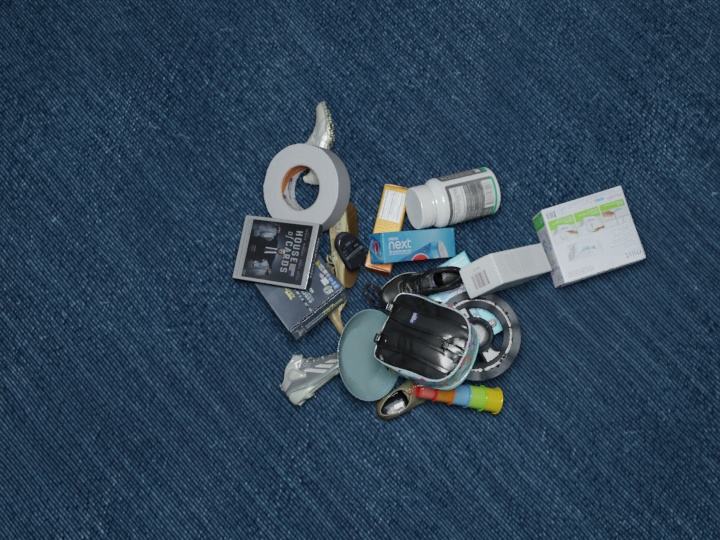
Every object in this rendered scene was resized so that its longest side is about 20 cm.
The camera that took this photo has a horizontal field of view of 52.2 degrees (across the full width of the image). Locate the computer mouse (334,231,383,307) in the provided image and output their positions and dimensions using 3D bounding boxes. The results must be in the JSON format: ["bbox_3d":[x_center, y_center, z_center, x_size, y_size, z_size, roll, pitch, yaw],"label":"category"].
[{"bbox_3d":[0.000,0.000,1.662,0.058,0.034,0.202,-36,107,-23],"label":"computer mouse"}]

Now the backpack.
[{"bbox_3d":[0.149,0.157,1.554,0.198,0.150,0.180,14,74,34],"label":"backpack"}]

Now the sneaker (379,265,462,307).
[{"bbox_3d":[0.135,0.028,1.636,0.197,0.088,0.077,-18,82,-2],"label":"sneaker"}]

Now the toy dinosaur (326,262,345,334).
[{"bbox_3d":[-0.077,0.082,1.693,0.099,0.058,0.203,-14,82,-3],"label":"toy dinosaur"}]

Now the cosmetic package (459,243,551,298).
[{"bbox_3d":[0.324,-0.001,1.630,0.198,0.101,0.075,-13,78,-44],"label":"cosmetic package"}]

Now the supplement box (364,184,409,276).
[{"bbox_3d":[0.064,-0.094,1.714,0.068,0.067,0.203,15,82,5],"label":"supplement box"}]

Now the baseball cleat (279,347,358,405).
[{"bbox_3d":[-0.097,0.213,1.668,0.199,0.070,0.107,-40,84,-6],"label":"baseball cleat"}]

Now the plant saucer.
[{"bbox_3d":[0.013,0.189,1.648,0.199,0.038,0.205,3,85,-42],"label":"plant saucer"}]

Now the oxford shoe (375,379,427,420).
[{"bbox_3d":[0.123,0.274,1.654,0.199,0.075,0.071,-38,83,-5],"label":"oxford shoe"}]

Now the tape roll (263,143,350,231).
[{"bbox_3d":[-0.124,-0.187,1.689,0.197,0.066,0.204,1,92,24],"label":"tape roll"}]

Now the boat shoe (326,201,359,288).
[{"bbox_3d":[-0.042,-0.057,1.713,0.062,0.073,0.204,-7,73,29],"label":"boat shoe"}]

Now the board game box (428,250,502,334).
[{"bbox_3d":[0.224,0.082,1.696,0.150,0.047,0.202,-29,83,-3],"label":"board game box"}]

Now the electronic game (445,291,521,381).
[{"bbox_3d":[0.259,0.145,1.641,0.196,0.042,0.204,-2,79,8],"label":"electronic game"}]

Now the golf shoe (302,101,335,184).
[{"bbox_3d":[-0.105,-0.301,1.743,0.095,0.078,0.204,-5,81,6],"label":"golf shoe"}]

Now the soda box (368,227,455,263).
[{"bbox_3d":[0.118,-0.057,1.660,0.197,0.064,0.069,-6,93,-30],"label":"soda box"}]

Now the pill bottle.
[{"bbox_3d":[0.209,-0.162,1.676,0.197,0.113,0.115,-14,81,-18],"label":"pill bottle"}]

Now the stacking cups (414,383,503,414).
[{"bbox_3d":[0.217,0.272,1.634,0.197,0.060,0.062,14,81,-15],"label":"stacking cups"}]

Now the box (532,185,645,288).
[{"bbox_3d":[0.525,-0.076,1.692,0.197,0.097,0.179,-18,83,-3],"label":"box"}]

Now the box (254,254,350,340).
[{"bbox_3d":[-0.139,0.035,1.662,0.157,0.051,0.200,-38,55,-4],"label":"box"}]

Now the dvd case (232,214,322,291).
[{"bbox_3d":[-0.188,-0.041,1.656,0.197,0.025,0.153,8,81,26],"label":"dvd case"}]
